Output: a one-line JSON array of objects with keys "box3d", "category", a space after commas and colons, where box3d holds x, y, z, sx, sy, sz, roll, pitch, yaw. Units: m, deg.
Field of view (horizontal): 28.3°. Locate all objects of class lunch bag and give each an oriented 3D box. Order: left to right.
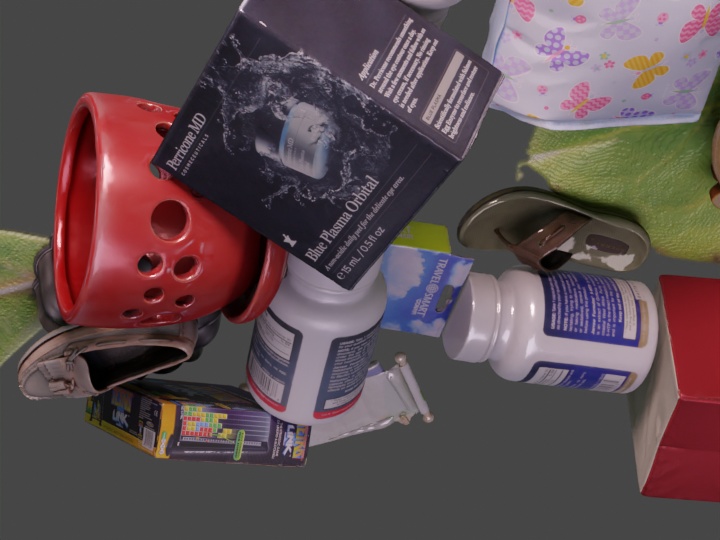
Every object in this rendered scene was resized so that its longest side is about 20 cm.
[{"box3d": [0.201, -0.215, 1.189, 0.199, 0.128, 0.170, -7, 139, -15], "category": "lunch bag"}]

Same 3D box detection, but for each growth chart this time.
[{"box3d": [-0.026, 0.146, 1.597, 0.199, 0.018, 0.145, -13, 135, 5], "category": "growth chart"}]

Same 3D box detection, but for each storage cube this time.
[{"box3d": [0.392, 0.128, 1.516, 0.178, 0.201, 0.172, 5, 136, -3], "category": "storage cube"}]

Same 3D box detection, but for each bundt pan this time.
[{"box3d": [-0.227, 0.035, 1.416, 0.200, 0.076, 0.203, -4, 136, -4], "category": "bundt pan"}]

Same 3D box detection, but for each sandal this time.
[{"box3d": [0.195, -0.031, 1.416, 0.200, 0.058, 0.080, 9, 133, -8], "category": "sandal"}]

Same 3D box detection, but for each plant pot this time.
[{"box3d": [-0.166, -0.049, 1.259, 0.181, 0.201, 0.201, 2, 136, -23], "category": "plant pot"}]

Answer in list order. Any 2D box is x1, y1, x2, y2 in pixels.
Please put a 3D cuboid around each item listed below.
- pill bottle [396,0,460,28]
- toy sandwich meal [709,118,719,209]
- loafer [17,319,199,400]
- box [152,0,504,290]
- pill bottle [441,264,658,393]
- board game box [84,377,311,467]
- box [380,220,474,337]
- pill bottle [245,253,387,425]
[{"box3d": [0.051, -0.278, 1.108, 0.113, 0.115, 0.201, 11, 132, -18], "category": "pill bottle"}, {"box3d": [0.416, -0.132, 1.347, 0.204, 0.070, 0.206, -3, 131, -4], "category": "toy sandwich meal"}, {"box3d": [-0.244, 0.084, 1.362, 0.199, 0.063, 0.072, -23, 135, 15], "category": "loafer"}, {"box3d": [-0.029, -0.120, 1.128, 0.199, 0.118, 0.197, 33, 138, -6], "category": "box"}, {"box3d": [0.191, 0.057, 1.465, 0.199, 0.120, 0.120, 8, 134, -16], "category": "pill bottle"}, {"box3d": [-0.167, 0.150, 1.449, 0.164, 0.200, 0.057, 7, 92, -31], "category": "board game box"}, {"box3d": [0.000, 0.000, 1.428, 0.199, 0.048, 0.122, 9, 133, -14], "category": "box"}, {"box3d": [-0.038, 0.040, 1.349, 0.119, 0.120, 0.201, 4, 134, -12], "category": "pill bottle"}]
